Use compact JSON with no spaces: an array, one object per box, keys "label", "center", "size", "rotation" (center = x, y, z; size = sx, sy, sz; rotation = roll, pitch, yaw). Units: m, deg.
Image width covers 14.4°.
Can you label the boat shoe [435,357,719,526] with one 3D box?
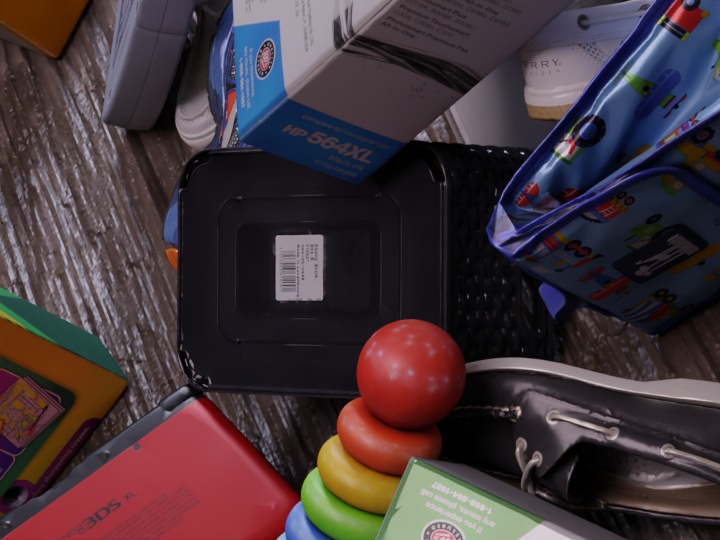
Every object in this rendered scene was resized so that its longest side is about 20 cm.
[{"label":"boat shoe","center":[0.113,0.091,1.422],"size":[0.200,0.074,0.060],"rotation":[5,52,21]}]

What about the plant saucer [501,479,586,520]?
[{"label":"plant saucer","center":[0.048,0.185,1.489],"size":[0.200,0.032,0.200],"rotation":[-21,55,33]}]

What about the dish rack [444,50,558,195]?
[{"label":"dish rack","center":[0.109,-0.126,1.595],"size":[0.172,0.044,0.200],"rotation":[-40,46,20]}]

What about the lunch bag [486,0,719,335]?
[{"label":"lunch bag","center":[0.160,-0.050,1.420],"size":[0.200,0.151,0.094],"rotation":[-43,55,18]}]

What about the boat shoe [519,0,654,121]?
[{"label":"boat shoe","center":[0.157,-0.141,1.464],"size":[0.071,0.069,0.200],"rotation":[2,25,46]}]

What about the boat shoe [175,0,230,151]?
[{"label":"boat shoe","center":[-0.072,-0.173,1.766],"size":[0.072,0.068,0.200],"rotation":[26,86,47]}]

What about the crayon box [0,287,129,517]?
[{"label":"crayon box","center":[-0.267,0.098,1.721],"size":[0.200,0.173,0.058],"rotation":[-50,44,9]}]

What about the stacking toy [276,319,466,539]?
[{"label":"stacking toy","center":[0.005,0.116,1.434],"size":[0.085,0.085,0.200],"rotation":[49,127,45]}]

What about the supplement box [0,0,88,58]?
[{"label":"supplement box","center":[-0.258,-0.235,1.968],"size":[0.200,0.074,0.126],"rotation":[22,83,47]}]

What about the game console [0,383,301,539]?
[{"label":"game console","center":[-0.144,0.167,1.594],"size":[0.200,0.119,0.172],"rotation":[-36,57,-16]}]

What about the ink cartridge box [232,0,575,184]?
[{"label":"ink cartridge box","center":[0.023,-0.160,1.437],"size":[0.200,0.084,0.146],"rotation":[-38,43,40]}]

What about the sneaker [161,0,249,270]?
[{"label":"sneaker","center":[-0.051,-0.086,1.698],"size":[0.078,0.075,0.200],"rotation":[6,81,50]}]

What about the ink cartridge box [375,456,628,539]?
[{"label":"ink cartridge box","center":[0.059,0.210,1.375],"size":[0.145,0.084,0.200],"rotation":[24,93,21]}]

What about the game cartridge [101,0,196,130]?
[{"label":"game cartridge","center":[-0.126,-0.172,1.765],"size":[0.200,0.041,0.133],"rotation":[119,162,-64]}]

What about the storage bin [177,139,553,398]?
[{"label":"storage bin","center":[0.000,0.000,1.558],"size":[0.200,0.094,0.135],"rotation":[0,90,42]}]
